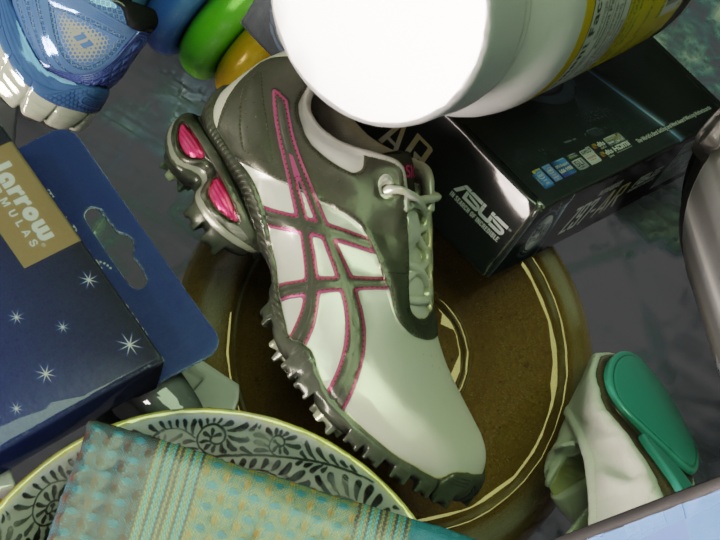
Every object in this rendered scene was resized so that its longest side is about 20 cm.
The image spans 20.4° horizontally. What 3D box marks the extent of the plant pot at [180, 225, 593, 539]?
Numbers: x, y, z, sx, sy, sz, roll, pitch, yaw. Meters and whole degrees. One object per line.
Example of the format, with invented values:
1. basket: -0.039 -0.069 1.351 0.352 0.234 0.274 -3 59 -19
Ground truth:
1. plant pot: 0.015 0.038 0.881 0.198 0.027 0.202 4 76 -15

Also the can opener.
1. can opener: -0.134 0.016 0.846 0.199 0.067 0.053 30 56 22

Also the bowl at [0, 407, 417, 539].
1. bowl: -0.064 0.162 0.780 0.199 0.094 0.203 3 71 -8

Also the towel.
1. towel: -0.028 0.150 0.725 0.198 0.022 0.148 17 68 2

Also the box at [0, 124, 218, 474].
1. box: -0.162 0.023 0.754 0.199 0.032 0.121 -30 73 -26

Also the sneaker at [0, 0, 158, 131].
1. sneaker: -0.147 -0.163 0.885 0.201 0.089 0.078 58 22 16

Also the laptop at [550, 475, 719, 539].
1. laptop: 0.044 0.173 0.656 0.198 0.103 0.179 -6 69 -7

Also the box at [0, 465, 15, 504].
1. box: -0.246 0.080 0.780 0.198 0.102 0.113 -13 66 -19

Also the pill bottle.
1. pill bottle: 0.056 -0.126 0.801 0.114 0.115 0.200 45 34 11

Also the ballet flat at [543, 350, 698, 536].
1. ballet flat: 0.106 0.088 0.825 0.069 0.200 0.070 0 107 0

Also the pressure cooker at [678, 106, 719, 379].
1. pressure cooker: 0.230 -0.007 0.885 0.177 0.177 0.201 12 34 -13

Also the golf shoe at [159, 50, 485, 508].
1. golf shoe: 0.000 0.000 0.806 0.088 0.077 0.201 -38 77 16

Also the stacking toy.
1. stacking toy: -0.058 -0.112 0.942 0.200 0.085 0.085 45 62 6

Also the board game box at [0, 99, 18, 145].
1. board game box: -0.261 -0.124 0.904 0.147 0.064 0.201 -23 72 -23

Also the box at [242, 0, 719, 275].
1. box: 0.063 -0.091 0.920 0.160 0.044 0.199 47 35 14
